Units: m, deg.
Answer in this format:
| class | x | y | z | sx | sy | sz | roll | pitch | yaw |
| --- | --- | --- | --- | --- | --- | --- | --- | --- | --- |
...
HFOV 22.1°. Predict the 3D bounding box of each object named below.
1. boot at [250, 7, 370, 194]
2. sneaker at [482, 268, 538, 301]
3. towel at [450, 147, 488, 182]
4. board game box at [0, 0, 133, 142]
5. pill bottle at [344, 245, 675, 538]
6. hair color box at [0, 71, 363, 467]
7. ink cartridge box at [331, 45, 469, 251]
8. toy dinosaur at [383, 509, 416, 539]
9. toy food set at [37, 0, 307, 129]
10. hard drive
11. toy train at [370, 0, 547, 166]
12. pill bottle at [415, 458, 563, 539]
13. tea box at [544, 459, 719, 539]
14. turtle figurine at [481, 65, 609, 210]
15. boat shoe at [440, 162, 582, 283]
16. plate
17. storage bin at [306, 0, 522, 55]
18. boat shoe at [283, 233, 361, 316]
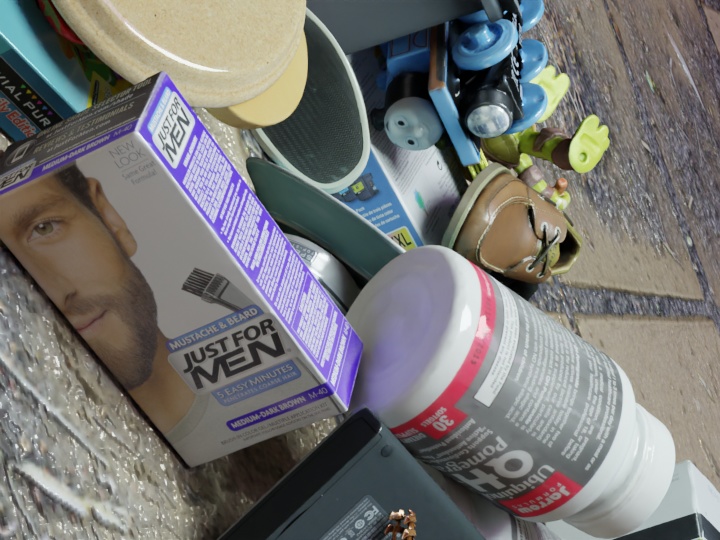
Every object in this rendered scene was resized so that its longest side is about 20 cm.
| class | x | y | z | sx | sy | sz | roll | pitch | yaw |
| --- | --- | --- | --- | --- | --- | --- | --- | --- | --- |
| boot | -0.064 | -0.139 | 1.167 | 0.200 | 0.072 | 0.144 | 58 | -6 | -5 |
| sneaker | 0.105 | 0.076 | 1.362 | 0.074 | 0.087 | 0.201 | 38 | 38 | -47 |
| towel | 0.061 | -0.107 | 1.410 | 0.200 | 0.018 | 0.086 | -134 | -160 | -78 |
| board game box | -0.175 | -0.142 | 1.017 | 0.200 | 0.047 | 0.151 | 48 | 31 | -38 |
| pill bottle | 0.088 | 0.078 | 1.064 | 0.200 | 0.111 | 0.111 | 33 | 39 | -30 |
| hair color box | -0.097 | 0.005 | 0.978 | 0.200 | 0.109 | 0.065 | 55 | 29 | -26 |
| ink cartridge box | -0.008 | -0.103 | 1.294 | 0.201 | 0.076 | 0.137 | 63 | 24 | -15 |
| toy dinosaur | -0.021 | 0.222 | 0.950 | 0.136 | 0.102 | 0.201 | 38 | 48 | -42 |
| toy food set | -0.107 | -0.180 | 1.022 | 0.199 | 0.049 | 0.199 | 6 | 68 | -42 |
| hard drive | 0.010 | 0.187 | 1.021 | 0.200 | 0.140 | 0.033 | 50 | -6 | -33 |
| toy train | 0.064 | -0.153 | 1.258 | 0.201 | 0.114 | 0.087 | -86 | 152 | -46 |
| pill bottle | 0.064 | 0.190 | 1.148 | 0.200 | 0.113 | 0.114 | 40 | 36 | -45 |
| tea box | 0.249 | 0.290 | 1.423 | 0.200 | 0.133 | 0.197 | 43 | 34 | -43 |
| turtle figurine | 0.107 | -0.115 | 1.374 | 0.201 | 0.064 | 0.161 | 60 | -19 | -13 |
| boat shoe | 0.115 | -0.029 | 1.305 | 0.068 | 0.072 | 0.200 | 31 | 13 | 15 |
| plate | 0.000 | 0.000 | 1.163 | 0.200 | 0.026 | 0.200 | 36 | -9 | 6 |
| storage bin | 0.009 | -0.237 | 1.199 | 0.200 | 0.134 | 0.146 | -100 | 165 | -48 |
| boat shoe | -0.018 | 0.051 | 1.162 | 0.068 | 0.071 | 0.200 | -64 | 152 | -16 |
